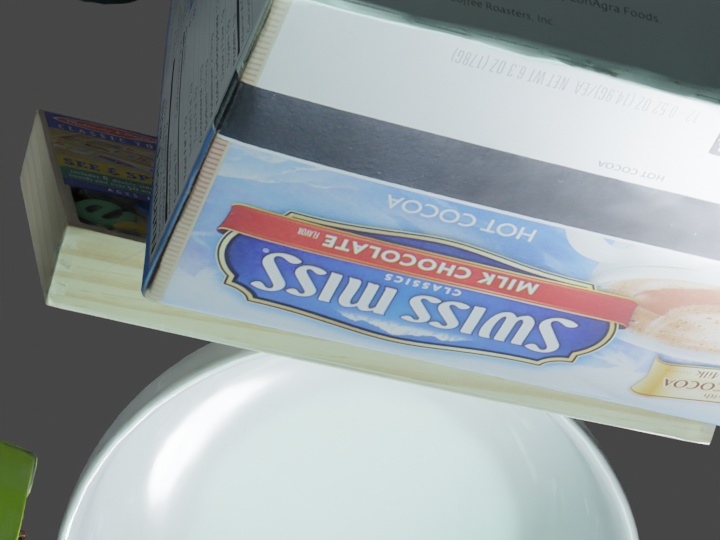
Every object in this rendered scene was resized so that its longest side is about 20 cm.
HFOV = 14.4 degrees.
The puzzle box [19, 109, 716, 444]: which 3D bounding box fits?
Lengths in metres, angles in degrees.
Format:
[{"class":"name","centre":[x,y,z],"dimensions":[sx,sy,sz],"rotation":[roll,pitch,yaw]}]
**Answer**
[{"class":"puzzle box","centre":[0.000,0.000,0.855],"dimensions":[0.199,0.133,0.025],"rotation":[12,104,-14]}]

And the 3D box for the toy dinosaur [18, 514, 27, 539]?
[{"class":"toy dinosaur","centre":[-0.187,0.124,0.982],"dimensions":[0.086,0.136,0.200],"rotation":[-9,148,-32]}]

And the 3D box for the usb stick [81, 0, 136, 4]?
[{"class":"usb stick","centre":[-0.055,-0.146,0.747],"dimensions":[0.055,0.033,0.200],"rotation":[9,140,-13]}]

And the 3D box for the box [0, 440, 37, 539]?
[{"class":"box","centre":[-0.174,0.058,0.617],"dimensions":[0.200,0.122,0.048],"rotation":[26,138,-23]}]

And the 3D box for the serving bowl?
[{"class":"serving bowl","centre":[-0.005,0.096,0.989],"dimensions":[0.199,0.066,0.201],"rotation":[0,117,-1]}]

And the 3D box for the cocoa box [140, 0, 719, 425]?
[{"class":"cocoa box","centre":[0.054,-0.057,0.772],"dimensions":[0.199,0.134,0.131],"rotation":[13,140,-13]}]
